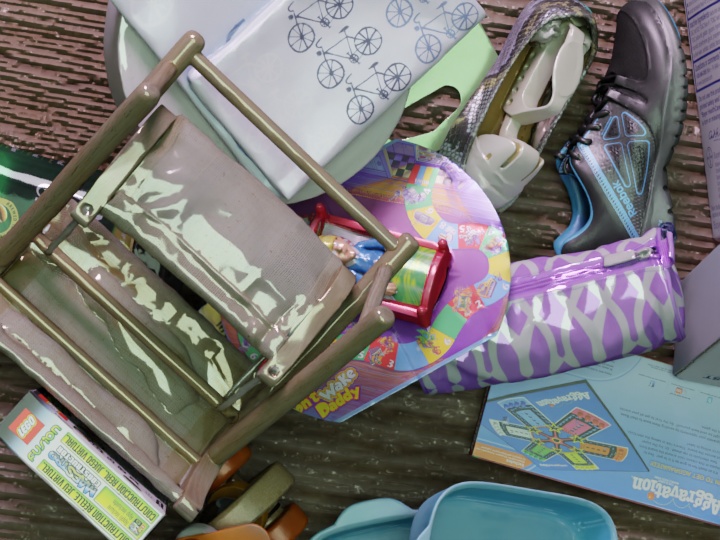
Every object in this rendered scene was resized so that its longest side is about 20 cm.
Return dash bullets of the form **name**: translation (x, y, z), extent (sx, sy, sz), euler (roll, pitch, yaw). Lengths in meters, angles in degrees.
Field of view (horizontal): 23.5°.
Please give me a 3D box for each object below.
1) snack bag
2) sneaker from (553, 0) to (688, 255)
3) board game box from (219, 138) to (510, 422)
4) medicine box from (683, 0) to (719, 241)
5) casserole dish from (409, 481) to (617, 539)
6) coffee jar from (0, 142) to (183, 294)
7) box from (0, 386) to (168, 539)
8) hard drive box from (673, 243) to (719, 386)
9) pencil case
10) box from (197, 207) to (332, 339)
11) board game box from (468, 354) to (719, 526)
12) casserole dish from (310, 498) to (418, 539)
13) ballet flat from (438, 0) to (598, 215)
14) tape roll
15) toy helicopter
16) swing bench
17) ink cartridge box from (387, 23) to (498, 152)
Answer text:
- **snack bag**: translation (-0.044, -0.177, 1.093), extent (0.188, 0.021, 0.200), euler (-41, 107, -7)
- **sneaker**: translation (0.181, -0.095, 1.219), extent (0.081, 0.073, 0.202), euler (4, 87, -8)
- **board game box**: translation (0.000, 0.000, 1.138), extent (0.199, 0.039, 0.159), euler (-28, 69, -2)
- **medicine box**: translation (0.338, -0.130, 1.225), extent (0.180, 0.103, 0.202), euler (-7, 89, -7)
- **casserole dish**: translation (0.099, 0.209, 1.177), extent (0.199, 0.039, 0.123), euler (13, 78, -37)
- **coffee jar**: translation (-0.211, -0.030, 1.164), extent (0.198, 0.085, 0.105), euler (11, 86, -6)
- **box**: translation (-0.172, 0.121, 1.103), extent (0.110, 0.200, 0.035), euler (43, 85, -2)
- **hard drive box**: translation (0.315, 0.023, 1.160), extent (0.154, 0.200, 0.078), euler (10, 69, -7)
- **pencil case**: translation (0.125, 0.028, 1.175), extent (0.198, 0.086, 0.085), euler (-15, 61, 8)
- **box**: translation (-0.077, 0.051, 1.193), extent (0.200, 0.049, 0.082), euler (-40, 92, -7)
- **board game box**: translation (0.184, 0.109, 1.236), extent (0.198, 0.019, 0.104), euler (16, 83, -5)
- **casserole dish**: translation (0.021, 0.257, 1.193), extent (0.120, 0.039, 0.202), euler (-10, 90, -10)
- **ballet flat**: translation (0.107, -0.102, 1.205), extent (0.072, 0.072, 0.202), euler (28, 87, -5)
- **tape roll**: translation (-0.066, -0.146, 1.139), extent (0.200, 0.071, 0.205), euler (-2, 98, -16)
- **toy helicopter**: translation (-0.122, 0.199, 1.139), extent (0.200, 0.132, 0.079), euler (-41, 93, -7)
- **swing bench**: translation (-0.106, 0.004, 1.052), extent (0.199, 0.130, 0.200), euler (43, 112, -9)
- **ink cartridge box**: translation (0.012, -0.177, 1.217), extent (0.145, 0.048, 0.201), euler (-29, 88, -8)
